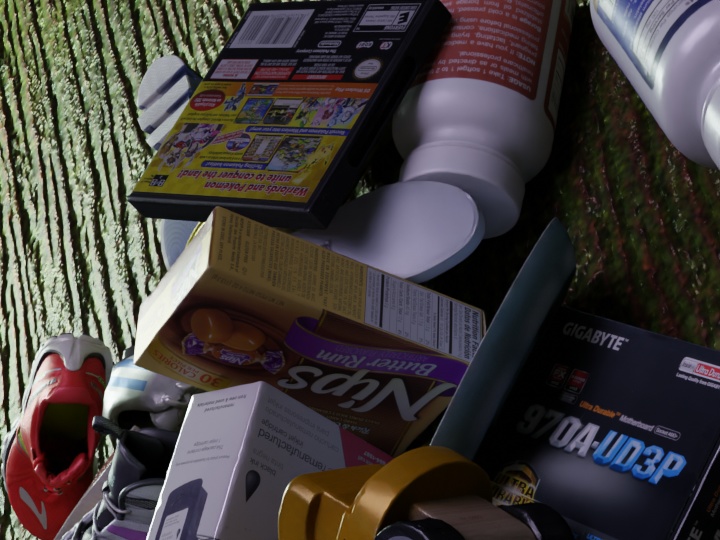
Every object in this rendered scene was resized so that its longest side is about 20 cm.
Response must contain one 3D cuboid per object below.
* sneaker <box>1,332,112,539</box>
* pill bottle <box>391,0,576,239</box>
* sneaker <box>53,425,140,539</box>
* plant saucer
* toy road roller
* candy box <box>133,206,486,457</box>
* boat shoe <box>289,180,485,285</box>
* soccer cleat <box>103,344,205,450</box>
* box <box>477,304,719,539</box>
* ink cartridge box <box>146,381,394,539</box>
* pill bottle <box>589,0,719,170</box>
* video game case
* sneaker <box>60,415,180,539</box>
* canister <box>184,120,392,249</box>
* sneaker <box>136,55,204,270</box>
[{"bbox_3d":[-0.235,0.141,1.807,0.085,0.077,0.201,-94,12,-51],"label":"sneaker"},{"bbox_3d":[0.082,-0.127,1.629,0.112,0.112,0.201,-23,45,45],"label":"pill bottle"},{"bbox_3d":[-0.174,0.190,1.765,0.072,0.080,0.200,-57,3,-34],"label":"sneaker"},{"bbox_3d":[0.085,0.062,1.450,0.201,0.027,0.200,-62,-8,-14],"label":"plant saucer"},{"bbox_3d":[0.019,0.194,1.344,0.146,0.123,0.201,30,112,39],"label":"toy road roller"},{"bbox_3d":[-0.033,0.043,1.538,0.117,0.199,0.057,-48,27,42],"label":"candy box"},{"bbox_3d":[0.000,0.003,1.588,0.199,0.068,0.074,-25,58,19],"label":"boat shoe"},{"bbox_3d":[-0.127,0.073,1.810,0.200,0.070,0.087,-42,45,34],"label":"soccer cleat"},{"bbox_3d":[0.151,0.114,1.381,0.200,0.046,0.160,18,78,59],"label":"box"},{"bbox_3d":[-0.062,0.195,1.519,0.084,0.144,0.201,-14,52,49],"label":"ink cartridge box"},{"bbox_3d":[0.222,-0.130,1.423,0.120,0.119,0.200,-48,33,17],"label":"pill bottle"},{"bbox_3d":[-0.051,-0.110,1.627,0.199,0.026,0.181,5,58,48],"label":"video game case"},{"bbox_3d":[-0.168,0.159,1.644,0.199,0.140,0.078,-19,35,7],"label":"sneaker"},{"bbox_3d":[-0.041,-0.076,1.716,0.200,0.086,0.149,-57,1,-22],"label":"canister"},{"bbox_3d":[-0.099,-0.072,1.865,0.080,0.115,0.200,-35,58,40],"label":"sneaker"}]
